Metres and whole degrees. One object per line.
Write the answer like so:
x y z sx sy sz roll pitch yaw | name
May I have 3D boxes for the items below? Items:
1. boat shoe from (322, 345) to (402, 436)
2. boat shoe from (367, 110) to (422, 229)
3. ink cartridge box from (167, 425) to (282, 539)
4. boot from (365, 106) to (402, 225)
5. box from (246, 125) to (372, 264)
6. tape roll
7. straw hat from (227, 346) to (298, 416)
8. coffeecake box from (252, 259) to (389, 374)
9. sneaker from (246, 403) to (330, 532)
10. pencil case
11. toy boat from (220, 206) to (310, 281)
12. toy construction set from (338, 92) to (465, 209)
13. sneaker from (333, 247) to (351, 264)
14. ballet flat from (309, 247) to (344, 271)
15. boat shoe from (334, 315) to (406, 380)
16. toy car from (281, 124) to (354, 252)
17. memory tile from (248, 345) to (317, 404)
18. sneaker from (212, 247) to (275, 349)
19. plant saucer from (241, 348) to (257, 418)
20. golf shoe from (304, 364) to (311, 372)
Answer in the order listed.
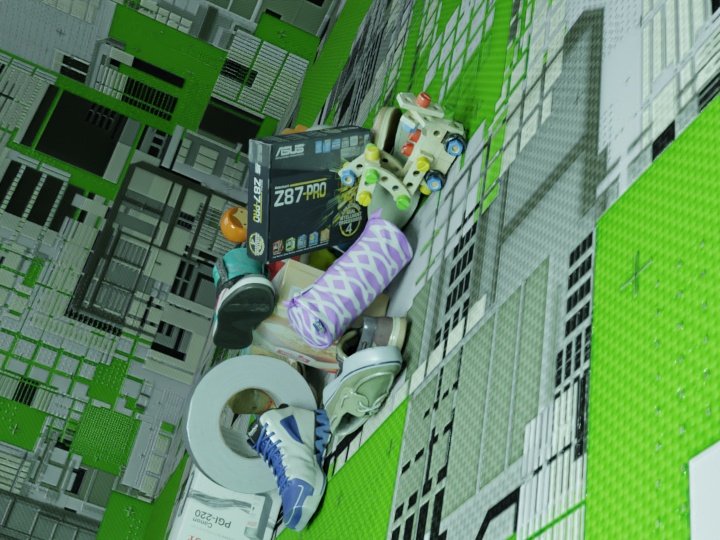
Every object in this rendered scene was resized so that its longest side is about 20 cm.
0.006 0.150 1.320 0.200 0.071 0.063 125 138 -60 | boat shoe
0.068 -0.141 1.513 0.061 0.071 0.203 -43 -22 -58 | boat shoe
-0.200 0.359 1.650 0.085 0.144 0.203 146 143 -67 | ink cartridge box
-0.024 -0.167 1.582 0.072 0.153 0.203 -25 -43 -55 | boot
-0.069 -0.108 1.463 0.049 0.198 0.164 17 112 40 | box
-0.163 0.226 1.581 0.066 0.198 0.203 157 134 -72 | tape roll
-0.176 0.185 1.716 0.200 0.084 0.205 14 107 58 | straw hat
-0.067 0.071 1.527 0.200 0.151 0.074 137 151 -64 | coffeecake box
-0.107 0.260 1.479 0.201 0.114 0.081 -84 19 -51 | sneaker
-0.017 0.014 1.404 0.200 0.086 0.084 -45 12 -30 | pencil case
-0.143 -0.069 1.557 0.130 0.129 0.203 41 126 50 | toy boat
0.063 -0.161 1.401 0.201 0.129 0.093 125 162 -49 | toy construction set
0.000 0.000 1.590 0.081 0.076 0.200 -46 1 -15 | sneaker
-0.060 -0.011 1.690 0.068 0.066 0.200 -56 -15 0 | ballet flat
-0.001 0.105 1.388 0.200 0.064 0.073 132 156 -60 | boat shoe
-0.041 -0.160 1.701 0.185 0.197 0.179 126 162 -50 | toy car
-0.128 0.174 1.734 0.202 0.017 0.154 65 145 32 | memory tile
-0.158 0.019 1.469 0.200 0.082 0.123 128 147 -58 | sneaker
-0.146 0.178 1.817 0.199 0.035 0.204 15 108 57 | plant saucer
-0.101 0.085 1.854 0.073 0.091 0.203 -52 43 49 | golf shoe
